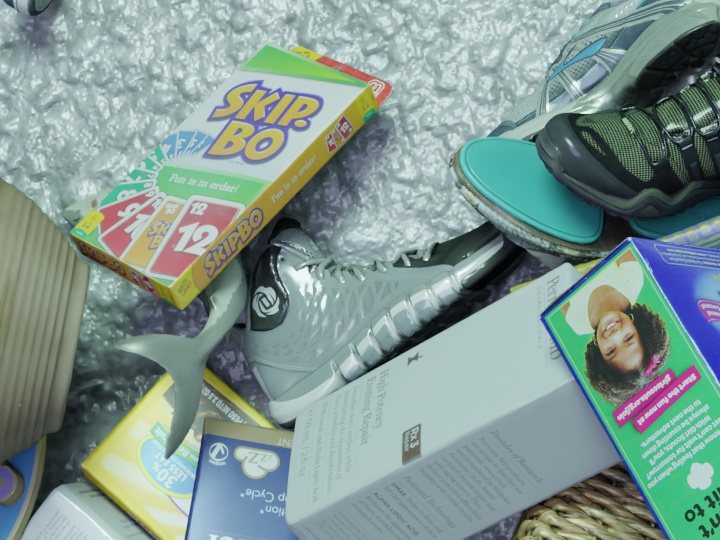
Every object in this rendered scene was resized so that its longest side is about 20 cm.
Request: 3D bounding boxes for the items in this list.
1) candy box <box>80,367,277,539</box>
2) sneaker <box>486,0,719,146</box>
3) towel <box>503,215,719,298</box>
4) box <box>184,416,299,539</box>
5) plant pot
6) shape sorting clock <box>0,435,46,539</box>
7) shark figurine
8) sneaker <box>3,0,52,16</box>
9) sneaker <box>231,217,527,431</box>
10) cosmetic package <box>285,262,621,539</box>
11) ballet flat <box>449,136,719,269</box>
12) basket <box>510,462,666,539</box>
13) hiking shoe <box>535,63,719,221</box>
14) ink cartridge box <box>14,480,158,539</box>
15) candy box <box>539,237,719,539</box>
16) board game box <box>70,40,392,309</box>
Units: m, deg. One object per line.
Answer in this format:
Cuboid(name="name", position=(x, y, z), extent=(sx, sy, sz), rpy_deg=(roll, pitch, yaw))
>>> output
Cuboid(name="candy box", position=(-0.069, 0.152, 1.272), extent=(0.200, 0.026, 0.102), rpy_deg=(40, 77, 12))
Cuboid(name="sneaker", position=(0.149, -0.111, 1.238), extent=(0.199, 0.078, 0.087), rpy_deg=(-34, 42, 23))
Cuboid(name="towel", position=(0.192, 0.031, 1.196), extent=(0.199, 0.023, 0.144), rpy_deg=(-21, 126, 12))
Cuboid(name="box", position=(-0.051, 0.193, 1.217), extent=(0.120, 0.032, 0.201), rpy_deg=(10, 65, -3))
Cuboid(name="plant pot", position=(-0.213, 0.038, 1.205), extent=(0.092, 0.201, 0.202), rpy_deg=(11, 90, -9))
Cuboid(name="shape sorting clock", position=(-0.282, 0.128, 1.300), extent=(0.199, 0.039, 0.201), rpy_deg=(-17, 59, 30))
Cuboid(name="shark figurine", position=(-0.100, 0.019, 1.264), extent=(0.127, 0.215, 0.090), rpy_deg=(-15, 127, -11))
Cuboid(name="sneaker", position=(-0.248, -0.269, 1.316), extent=(0.145, 0.077, 0.204), rpy_deg=(9, 79, 2))
Cuboid(name="sneaker", position=(0.000, 0.000, 1.257), extent=(0.200, 0.075, 0.116), rpy_deg=(-37, 78, 9))
Cuboid(name="cosmetic package", position=(0.057, 0.089, 1.149), extent=(0.199, 0.102, 0.074), rpy_deg=(-32, 121, 24))
Cuboid(name="ballet flat", position=(0.141, -0.023, 1.209), extent=(0.199, 0.072, 0.073), rpy_deg=(13, 90, -9))
Cuboid(name="basket", position=(0.190, 0.166, 1.188), extent=(0.199, 0.143, 0.150), rpy_deg=(21, 56, 7))
Cuboid(name="hiking shoe", position=(0.195, -0.086, 1.166), extent=(0.076, 0.199, 0.101), rpy_deg=(-117, 37, -44))
Cuboid(name="ink cartridge box", position=(-0.145, 0.250, 1.270), extent=(0.200, 0.085, 0.145), rpy_deg=(40, 96, 13))
Cuboid(name="candy box", position=(0.208, 0.087, 1.065), extent=(0.077, 0.169, 0.201), rpy_deg=(-45, 59, 28))
Cuboid(name="board game box", position=(-0.076, -0.067, 1.241), extent=(0.095, 0.030, 0.200), rpy_deg=(26, 60, 38))
